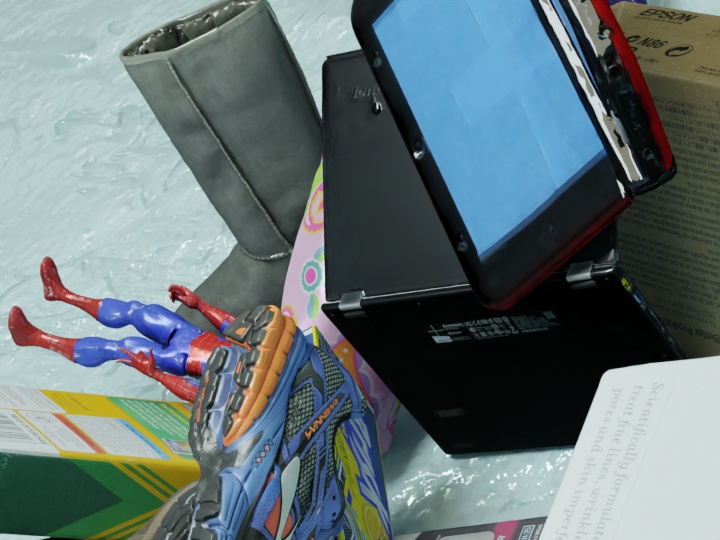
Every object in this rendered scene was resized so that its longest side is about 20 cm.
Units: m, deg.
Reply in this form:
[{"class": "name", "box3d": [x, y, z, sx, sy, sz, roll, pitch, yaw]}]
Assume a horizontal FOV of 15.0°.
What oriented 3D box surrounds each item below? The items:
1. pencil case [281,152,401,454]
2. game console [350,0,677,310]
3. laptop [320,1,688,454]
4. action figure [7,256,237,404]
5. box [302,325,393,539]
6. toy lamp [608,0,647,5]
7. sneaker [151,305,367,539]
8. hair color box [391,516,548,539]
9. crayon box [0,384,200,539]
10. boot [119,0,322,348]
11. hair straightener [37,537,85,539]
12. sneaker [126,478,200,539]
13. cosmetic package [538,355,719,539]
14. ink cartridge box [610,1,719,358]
[{"class": "pencil case", "box3d": [0.000, 0.000, 1.512, 0.087, 0.087, 0.202, 18, 95, 54]}, {"class": "game console", "box3d": [0.057, -0.112, 1.305, 0.118, 0.172, 0.201, -27, 64, 4]}, {"class": "laptop", "box3d": [0.083, -0.015, 1.410, 0.186, 0.200, 0.116, -7, 45, 39]}, {"class": "action figure", "box3d": [-0.112, 0.045, 1.627, 0.199, 0.052, 0.066, 18, 52, 18]}, {"class": "box", "box3d": [-0.026, 0.118, 1.360, 0.064, 0.070, 0.200, -27, 32, 11]}, {"class": "toy lamp", "box3d": [0.136, -0.116, 1.640, 0.058, 0.058, 0.201, -14, 40, 33]}, {"class": "sneaker", "box3d": [-0.044, 0.117, 1.244, 0.075, 0.078, 0.201, -23, 46, 59]}, {"class": "hair color box", "box3d": [0.018, 0.186, 1.353, 0.199, 0.061, 0.100, -12, 39, 36]}, {"class": "crayon box", "box3d": [-0.145, 0.110, 1.547, 0.126, 0.199, 0.052, 30, 110, 57]}, {"class": "boot", "box3d": [-0.086, -0.050, 1.634, 0.181, 0.200, 0.073, -28, 32, 14]}, {"class": "hair straightener", "box3d": [-0.185, 0.175, 1.499, 0.077, 0.041, 0.200, -26, -1, 17]}, {"class": "sneaker", "box3d": [-0.123, 0.187, 1.472, 0.200, 0.071, 0.076, -41, -2, 9]}, {"class": "cosmetic package", "box3d": [0.185, 0.154, 1.091, 0.164, 0.200, 0.165, -10, 40, 37]}, {"class": "ink cartridge box", "box3d": [0.184, -0.039, 1.374, 0.075, 0.166, 0.200, -27, 25, -28]}]
